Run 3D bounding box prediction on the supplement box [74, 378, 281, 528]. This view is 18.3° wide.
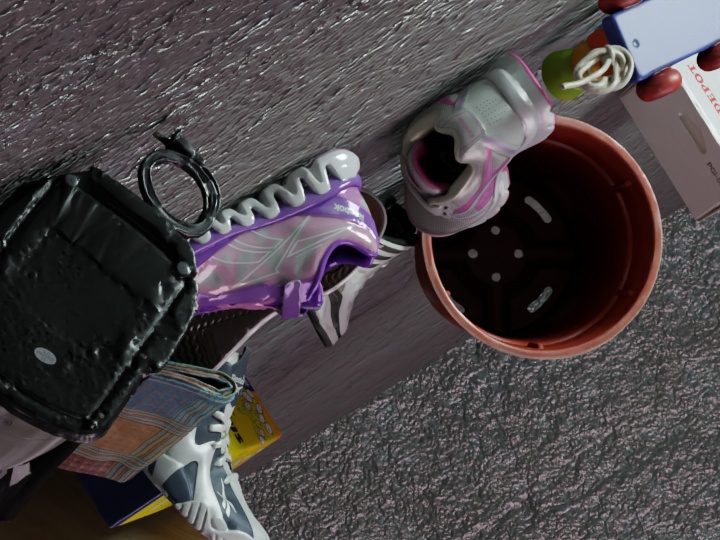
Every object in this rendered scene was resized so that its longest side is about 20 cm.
[{"bbox_3d":[-0.167,0.137,1.933,0.110,0.109,0.200,-34,173,14],"label":"supplement box"}]

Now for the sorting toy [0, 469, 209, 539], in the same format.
[{"bbox_3d":[-0.235,0.248,1.996,0.199,0.200,0.070,-24,136,-50],"label":"sorting toy"}]

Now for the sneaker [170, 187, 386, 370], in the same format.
[{"bbox_3d":[-0.072,-0.002,1.641,0.200,0.073,0.085,-35,-163,4],"label":"sneaker"}]

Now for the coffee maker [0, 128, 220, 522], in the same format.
[{"bbox_3d":[-0.175,0.047,1.190,0.192,0.135,0.200,-28,172,-39],"label":"coffee maker"}]

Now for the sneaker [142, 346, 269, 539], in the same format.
[{"bbox_3d":[-0.115,0.128,1.784,0.130,0.199,0.079,-44,167,-4],"label":"sneaker"}]

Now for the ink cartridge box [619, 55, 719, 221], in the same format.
[{"bbox_3d":[0.362,-0.153,2.103,0.200,0.147,0.083,-26,172,-37],"label":"ink cartridge box"}]

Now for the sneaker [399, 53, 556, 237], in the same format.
[{"bbox_3d":[0.062,-0.080,1.612,0.088,0.081,0.200,-27,163,-27],"label":"sneaker"}]

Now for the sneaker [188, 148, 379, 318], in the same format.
[{"bbox_3d":[-0.069,-0.001,1.510,0.200,0.088,0.080,-30,174,-14],"label":"sneaker"}]

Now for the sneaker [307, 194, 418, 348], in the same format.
[{"bbox_3d":[0.000,0.000,1.858,0.115,0.076,0.201,-30,170,-3],"label":"sneaker"}]

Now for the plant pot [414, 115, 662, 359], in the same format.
[{"bbox_3d":[0.133,-0.021,1.902,0.201,0.201,0.195,-31,-179,-10],"label":"plant pot"}]

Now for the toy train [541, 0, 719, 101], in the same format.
[{"bbox_3d":[0.171,-0.152,1.600,0.200,0.085,0.116,-27,-176,-38],"label":"toy train"}]

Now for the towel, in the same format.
[{"bbox_3d":[-0.195,0.107,1.644,0.147,0.022,0.200,15,149,-24],"label":"towel"}]
